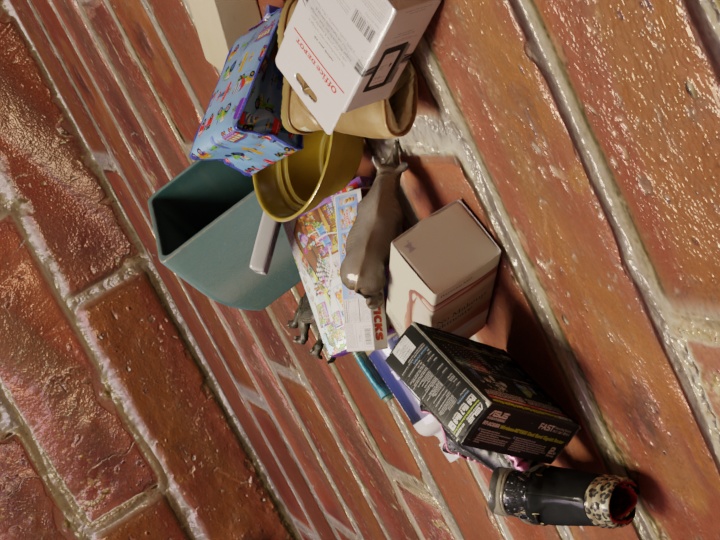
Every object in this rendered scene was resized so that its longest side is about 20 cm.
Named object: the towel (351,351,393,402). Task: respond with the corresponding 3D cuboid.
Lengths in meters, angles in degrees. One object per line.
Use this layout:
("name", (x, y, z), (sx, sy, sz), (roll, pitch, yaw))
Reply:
("towel", (0.021, 0.076, 1.923), (0.022, 0.147, 0.200), (-34, 85, 35))

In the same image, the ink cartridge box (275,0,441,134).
("ink cartridge box", (-0.007, -0.246, 1.419), (0.116, 0.068, 0.200), (55, 144, 17))

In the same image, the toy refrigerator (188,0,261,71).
("toy refrigerator", (-0.181, -0.359, 1.844), (0.076, 0.070, 0.200), (38, 155, 36))

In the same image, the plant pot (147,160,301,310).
("plant pot", (-0.177, -0.056, 2.102), (0.200, 0.196, 0.196), (48, -169, -33))

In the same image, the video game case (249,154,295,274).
("video game case", (-0.112, -0.094, 1.883), (0.024, 0.201, 0.182), (15, 178, -1))

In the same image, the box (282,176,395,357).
("box", (-0.012, -0.004, 1.795), (0.137, 0.039, 0.200), (-25, 78, 31))

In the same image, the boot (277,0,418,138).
("boot", (-0.012, -0.234, 1.561), (0.200, 0.066, 0.176), (4, 98, 54))

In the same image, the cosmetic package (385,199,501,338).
("cosmetic package", (0.095, 0.019, 1.633), (0.087, 0.103, 0.200), (51, 164, 22))

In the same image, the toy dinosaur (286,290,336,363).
("toy dinosaur", (-0.059, 0.056, 1.935), (0.200, 0.077, 0.102), (-80, 5, -61))

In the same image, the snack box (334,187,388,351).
("snack box", (0.000, 0.000, 1.732), (0.072, 0.024, 0.201), (-9, 84, 61))

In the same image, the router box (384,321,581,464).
("router box", (0.142, 0.143, 1.595), (0.200, 0.062, 0.150), (19, -159, -49))

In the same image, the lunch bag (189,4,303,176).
("lunch bag", (-0.129, -0.236, 1.717), (0.150, 0.094, 0.201), (-17, 60, 60))

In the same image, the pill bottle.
("pill bottle", (0.098, 0.148, 1.834), (0.200, 0.111, 0.111), (56, 164, 7))

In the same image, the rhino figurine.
("rhino figurine", (0.022, -0.059, 1.638), (0.060, 0.201, 0.087), (13, 171, 11))

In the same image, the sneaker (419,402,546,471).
("sneaker", (0.151, 0.212, 1.737), (0.200, 0.095, 0.079), (51, -153, 11))

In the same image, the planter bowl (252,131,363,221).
("planter bowl", (-0.053, -0.155, 1.729), (0.200, 0.083, 0.201), (-18, 68, 55))

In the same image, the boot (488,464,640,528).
("boot", (0.256, 0.267, 1.612), (0.153, 0.074, 0.203), (1, 171, 33))
